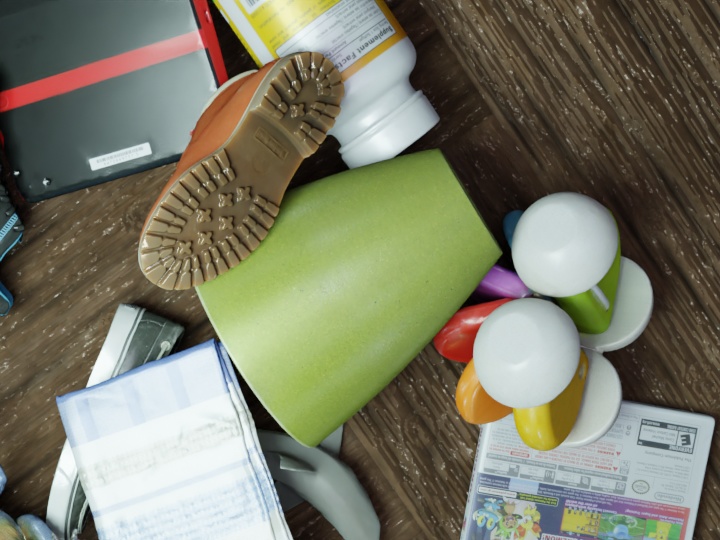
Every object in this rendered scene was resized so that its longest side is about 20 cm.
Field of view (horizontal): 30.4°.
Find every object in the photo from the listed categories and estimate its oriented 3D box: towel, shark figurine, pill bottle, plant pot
[{"bbox_3d":[-0.138,0.168,1.021,0.145,0.024,0.202,-20,89,4],"label":"towel"},{"bbox_3d":[-0.083,0.162,1.070,0.211,0.089,0.130,5,90,-5],"label":"shark figurine"},{"bbox_3d":[-0.026,-0.178,1.041,0.111,0.111,0.201,-35,96,-2],"label":"pill bottle"},{"bbox_3d":[0.000,0.000,1.002,0.199,0.187,0.188,-32,96,6],"label":"plant pot"}]

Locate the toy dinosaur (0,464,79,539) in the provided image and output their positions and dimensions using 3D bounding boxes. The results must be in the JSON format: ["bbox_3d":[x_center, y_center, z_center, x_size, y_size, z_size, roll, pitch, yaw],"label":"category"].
[{"bbox_3d":[-0.301,0.214,1.029,0.105,0.180,0.202,-37,118,-32],"label":"toy dinosaur"}]

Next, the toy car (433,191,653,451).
[{"bbox_3d":[0.135,0.036,1.056,0.148,0.175,0.202,12,74,33],"label":"toy car"}]

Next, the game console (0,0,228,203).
[{"bbox_3d":[-0.205,-0.161,1.042,0.197,0.031,0.179,-14,100,15],"label":"game console"}]

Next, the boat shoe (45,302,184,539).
[{"bbox_3d":[-0.197,0.130,1.064,0.063,0.071,0.202,20,90,-2],"label":"boat shoe"}]

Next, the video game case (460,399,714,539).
[{"bbox_3d":[0.190,0.197,1.130,0.197,0.023,0.185,10,92,-7],"label":"video game case"}]

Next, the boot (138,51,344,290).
[{"bbox_3d":[-0.101,-0.072,0.962,0.075,0.107,0.201,47,71,-29],"label":"boot"}]

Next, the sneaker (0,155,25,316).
[{"bbox_3d":[-0.301,-0.059,1.048,0.081,0.073,0.203,10,103,-9],"label":"sneaker"}]
